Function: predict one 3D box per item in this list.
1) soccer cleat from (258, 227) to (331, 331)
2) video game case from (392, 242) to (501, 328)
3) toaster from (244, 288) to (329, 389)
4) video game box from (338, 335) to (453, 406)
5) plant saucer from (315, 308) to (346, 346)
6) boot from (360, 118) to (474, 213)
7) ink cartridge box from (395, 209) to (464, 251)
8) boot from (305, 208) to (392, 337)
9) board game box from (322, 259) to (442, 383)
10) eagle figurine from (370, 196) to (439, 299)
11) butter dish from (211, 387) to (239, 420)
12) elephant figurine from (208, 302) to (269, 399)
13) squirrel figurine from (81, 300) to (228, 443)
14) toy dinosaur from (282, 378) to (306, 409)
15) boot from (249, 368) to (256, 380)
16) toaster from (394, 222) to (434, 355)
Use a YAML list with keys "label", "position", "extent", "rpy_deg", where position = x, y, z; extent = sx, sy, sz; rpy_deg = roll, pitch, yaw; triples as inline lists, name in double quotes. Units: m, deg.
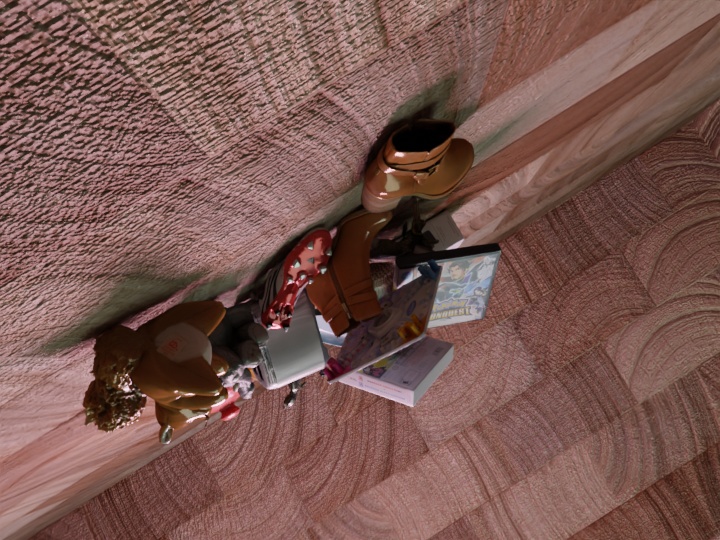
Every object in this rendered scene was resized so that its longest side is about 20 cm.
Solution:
- label: "soccer cleat"
  position: [-0.111, 0.005, 1.029]
  extent: [0.067, 0.086, 0.202]
  rpy_deg: [12, 120, -34]
- label: "video game case"
  position: [0.153, 0.037, 1.194]
  extent: [0.195, 0.026, 0.183]
  rpy_deg: [-8, 134, -12]
- label: "toaster"
  position: [-0.141, 0.124, 1.162]
  extent: [0.127, 0.204, 0.113]
  rpy_deg: [-22, -160, -23]
- label: "video game box"
  position: [0.077, 0.193, 1.350]
  extent: [0.199, 0.179, 0.048]
  rpy_deg: [-34, 132, -50]
- label: "plant saucer"
  position: [-0.030, 0.113, 1.281]
  extent: [0.195, 0.028, 0.201]
  rpy_deg: [8, 157, 3]
- label: "boot"
  position: [0.093, -0.158, 0.845]
  extent: [0.196, 0.078, 0.156]
  rpy_deg: [-21, 164, -20]
- label: "ink cartridge box"
  position: [0.135, -0.043, 1.527]
  extent: [0.197, 0.084, 0.145]
  rpy_deg: [-31, 171, -6]
- label: "boot"
  position: [0.000, 0.000, 1.043]
  extent: [0.198, 0.157, 0.073]
  rpy_deg: [-35, 162, 21]
- label: "board game box"
  position: [0.037, 0.079, 1.057]
  extent: [0.198, 0.026, 0.201]
  rpy_deg: [-31, -161, 30]
- label: "eagle figurine"
  position: [0.040, -0.022, 1.193]
  extent: [0.198, 0.154, 0.150]
  rpy_deg: [-33, -167, -22]
- label: "butter dish"
  position: [-0.314, 0.256, 1.404]
  extent: [0.198, 0.150, 0.199]
  rpy_deg: [-35, 170, 23]
- label: "elephant figurine"
  position: [-0.242, 0.149, 1.061]
  extent: [0.141, 0.156, 0.200]
  rpy_deg: [-32, 171, -40]
- label: "squirrel figurine"
  position: [-0.282, 0.156, 0.897]
  extent: [0.195, 0.144, 0.188]
  rpy_deg: [-1, 141, -20]
- label: "toy dinosaur"
  position: [-0.127, 0.190, 1.329]
  extent: [0.046, 0.205, 0.088]
  rpy_deg: [11, -160, 15]
- label: "boot"
  position: [-0.187, 0.151, 1.275]
  extent: [0.199, 0.072, 0.143]
  rpy_deg: [26, 131, -34]
- label: "toaster"
  position: [0.090, 0.046, 1.342]
  extent: [0.181, 0.117, 0.203]
  rpy_deg: [-45, 146, -33]
